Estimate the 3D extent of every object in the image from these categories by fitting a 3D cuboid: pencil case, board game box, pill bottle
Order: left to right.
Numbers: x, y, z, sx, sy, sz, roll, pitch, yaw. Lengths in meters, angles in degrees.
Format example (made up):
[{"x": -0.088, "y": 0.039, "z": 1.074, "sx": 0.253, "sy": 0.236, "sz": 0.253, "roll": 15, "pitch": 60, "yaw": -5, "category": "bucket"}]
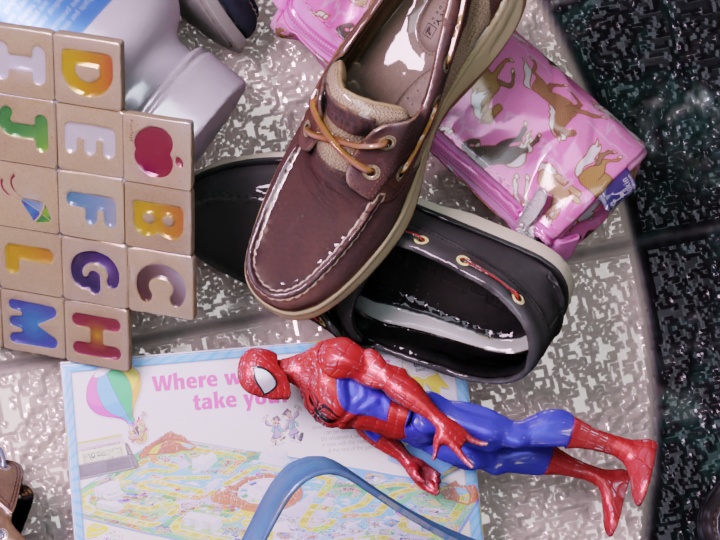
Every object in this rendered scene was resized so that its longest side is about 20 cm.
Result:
[{"x": -0.157, "y": -0.118, "z": 1.062, "sx": 0.200, "sy": 0.112, "sz": 0.112, "roll": 38, "pitch": 80, "yaw": 1, "category": "pill bottle"}, {"x": -0.042, "y": 0.104, "z": 1.085, "sx": 0.199, "sy": 0.034, "sz": 0.135, "roll": -4, "pitch": 83, "yaw": -7, "category": "board game box"}, {"x": 0.047, "y": -0.092, "z": 1.097, "sx": 0.200, "sy": 0.087, "sz": 0.083, "roll": 42, "pitch": 97, "yaw": 1, "category": "pencil case"}]

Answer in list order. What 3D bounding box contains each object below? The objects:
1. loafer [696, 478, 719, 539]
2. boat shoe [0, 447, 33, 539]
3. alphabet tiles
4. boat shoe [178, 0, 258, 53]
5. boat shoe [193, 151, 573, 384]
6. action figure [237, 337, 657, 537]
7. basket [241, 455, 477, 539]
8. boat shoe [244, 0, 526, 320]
[{"x": 0.262, "y": 0.094, "z": 1.101, "sx": 0.199, "sy": 0.072, "sz": 0.073, "roll": -25, "pitch": 87, "yaw": -8, "category": "loafer"}, {"x": -0.189, "y": 0.122, "z": 1.047, "sx": 0.072, "sy": 0.072, "sz": 0.200, "roll": -35, "pitch": 77, "yaw": -23, "category": "boat shoe"}, {"x": -0.170, "y": -0.037, "z": 1.037, "sx": 0.199, "sy": 0.006, "sz": 0.167, "roll": 9, "pitch": 117, "yaw": 15, "category": "alphabet tiles"}, {"x": -0.102, "y": -0.191, "z": 1.067, "sx": 0.062, "sy": 0.075, "sz": 0.200, "roll": -49, "pitch": 121, "yaw": -17, "category": "boat shoe"}, {"x": 0.000, "y": -0.002, "z": 1.066, "sx": 0.201, "sy": 0.063, "sz": 0.074, "roll": 18, "pitch": 125, "yaw": 11, "category": "boat shoe"}, {"x": 0.037, "y": 0.075, "z": 1.048, "sx": 0.199, "sy": 0.065, "sz": 0.052, "roll": 20, "pitch": 64, "yaw": -4, "category": "action figure"}, {"x": -0.012, "y": 0.198, "z": 1.009, "sx": 0.176, "sy": 0.139, "sz": 0.200, "roll": 29, "pitch": 90, "yaw": -32, "category": "basket"}, {"x": 0.001, "y": -0.071, "z": 1.012, "sx": 0.072, "sy": 0.072, "sz": 0.200, "roll": 36, "pitch": 94, "yaw": 25, "category": "boat shoe"}]
